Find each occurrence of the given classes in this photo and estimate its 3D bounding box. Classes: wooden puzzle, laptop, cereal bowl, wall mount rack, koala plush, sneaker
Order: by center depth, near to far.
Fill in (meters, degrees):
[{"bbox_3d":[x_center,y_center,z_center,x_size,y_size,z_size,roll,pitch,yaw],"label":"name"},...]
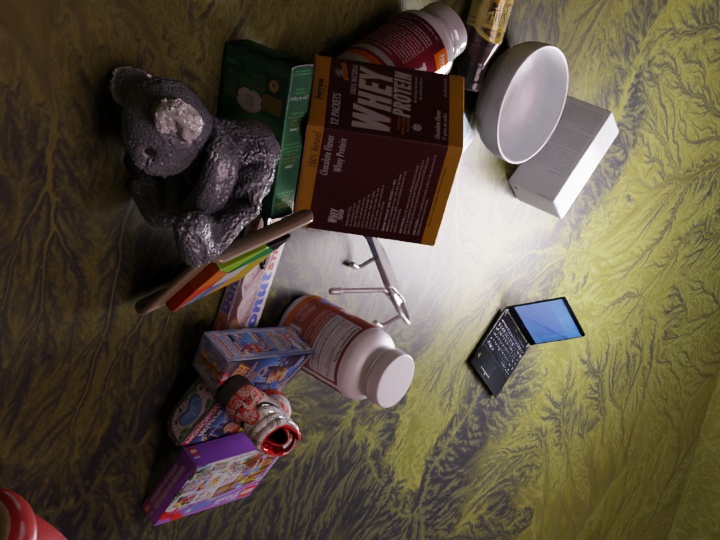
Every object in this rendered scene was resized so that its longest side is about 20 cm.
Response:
[{"bbox_3d":[-0.207,-0.148,1.472,0.184,0.177,0.200,-43,130,-7],"label":"koala plush"},{"bbox_3d":[-0.171,-0.005,1.614,0.185,0.200,0.037,-28,89,-44],"label":"wooden puzzle"},{"bbox_3d":[-0.123,0.216,1.759,0.067,0.108,0.201,-44,156,0],"label":"sneaker"},{"bbox_3d":[0.000,0.000,1.882,0.074,0.201,0.174,-28,149,10],"label":"wall mount rack"},{"bbox_3d":[0.253,-0.283,2.080,0.200,0.083,0.201,-33,136,-39],"label":"cereal bowl"},{"bbox_3d":[0.325,0.151,2.454,0.201,0.103,0.177,-55,145,-12],"label":"laptop"}]

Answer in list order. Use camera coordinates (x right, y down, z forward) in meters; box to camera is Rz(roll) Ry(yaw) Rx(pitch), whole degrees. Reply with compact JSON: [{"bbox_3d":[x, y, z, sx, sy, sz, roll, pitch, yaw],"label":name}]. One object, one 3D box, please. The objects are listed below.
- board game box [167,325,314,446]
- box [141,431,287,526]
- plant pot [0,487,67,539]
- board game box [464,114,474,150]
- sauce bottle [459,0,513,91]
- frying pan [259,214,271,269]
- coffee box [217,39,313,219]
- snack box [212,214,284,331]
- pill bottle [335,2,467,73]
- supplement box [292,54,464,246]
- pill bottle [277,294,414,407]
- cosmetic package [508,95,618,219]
[{"bbox_3d":[-0.186,0.156,1.771,0.200,0.062,0.200,-49,155,8],"label":"board game box"},{"bbox_3d":[-0.207,0.294,1.842,0.199,0.039,0.137,-7,141,-52],"label":"box"},{"bbox_3d":[-0.432,0.369,1.490,0.200,0.200,0.183,-45,140,-25],"label":"plant pot"},{"bbox_3d":[0.092,-0.214,1.941,0.151,0.047,0.200,-54,146,-15],"label":"board game box"},{"bbox_3d":[0.194,-0.378,1.955,0.066,0.066,0.201,-10,119,-50],"label":"sauce bottle"},{"bbox_3d":[-0.117,-0.110,1.724,0.115,0.031,0.191,-45,145,-52],"label":"frying pan"},{"bbox_3d":[-0.127,-0.179,1.602,0.044,0.123,0.201,-17,124,-47],"label":"coffee box"},{"bbox_3d":[-0.155,0.016,1.781,0.072,0.024,0.201,2,111,-56],"label":"snack box"},{"bbox_3d":[0.057,-0.295,1.780,0.200,0.113,0.113,-40,140,-30],"label":"pill bottle"},{"bbox_3d":[0.021,-0.156,1.674,0.198,0.198,0.133,103,-7,-51],"label":"supplement box"},{"bbox_3d":[-0.022,0.122,1.875,0.112,0.199,0.113,-32,136,-37],"label":"pill bottle"},{"bbox_3d":[0.366,-0.204,2.271,0.201,0.101,0.071,-55,146,-12],"label":"cosmetic package"}]
